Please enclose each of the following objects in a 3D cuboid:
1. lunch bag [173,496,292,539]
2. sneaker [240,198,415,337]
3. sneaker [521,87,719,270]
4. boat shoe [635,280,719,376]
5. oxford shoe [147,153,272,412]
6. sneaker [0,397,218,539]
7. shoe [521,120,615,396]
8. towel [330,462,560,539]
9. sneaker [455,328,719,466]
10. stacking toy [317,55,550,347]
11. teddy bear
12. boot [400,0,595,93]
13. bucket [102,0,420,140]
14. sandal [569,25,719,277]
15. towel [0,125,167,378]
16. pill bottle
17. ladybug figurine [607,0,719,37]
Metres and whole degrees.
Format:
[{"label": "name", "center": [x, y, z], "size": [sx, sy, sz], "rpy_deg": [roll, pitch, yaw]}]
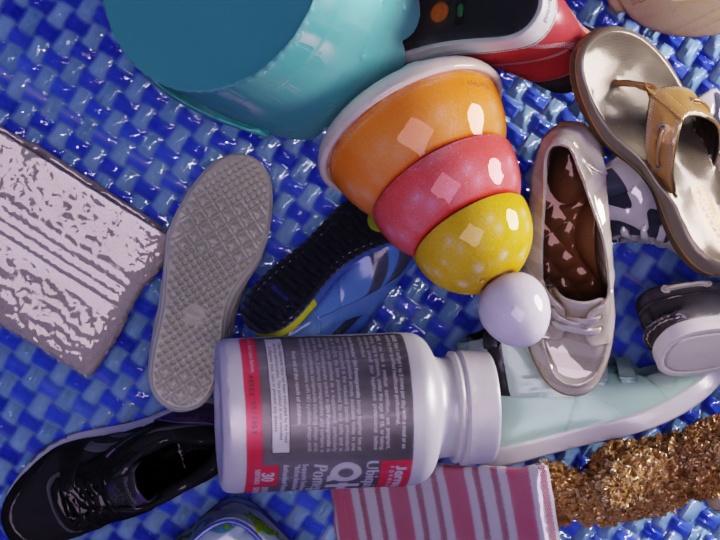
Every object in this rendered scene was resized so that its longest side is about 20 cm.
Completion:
[{"label": "lunch bag", "center": [-0.114, 0.292, 1.240], "size": [0.200, 0.082, 0.161], "rpy_deg": [-44, 95, 5]}, {"label": "sneaker", "center": [0.000, 0.000, 1.220], "size": [0.200, 0.066, 0.079], "rpy_deg": [-40, 138, -7]}, {"label": "sneaker", "center": [0.222, -0.029, 1.200], "size": [0.199, 0.079, 0.130], "rpy_deg": [-36, 88, -6]}, {"label": "boat shoe", "center": [0.301, 0.037, 1.211], "size": [0.198, 0.061, 0.074], "rpy_deg": [-5, 139, -18]}, {"label": "oxford shoe", "center": [-0.118, 0.008, 1.217], "size": [0.075, 0.058, 0.201], "rpy_deg": [15, 83, -5]}, {"label": "sneaker", "center": [-0.188, 0.157, 1.217], "size": [0.199, 0.088, 0.076], "rpy_deg": [-26, 98, 3]}, {"label": "shoe", "center": [0.146, -0.004, 1.144], "size": [0.069, 0.053, 0.202], "rpy_deg": [-2, 102, 9]}, {"label": "towel", "center": [0.067, 0.214, 1.209], "size": [0.199, 0.030, 0.148], "rpy_deg": [-4, 99, 35]}, {"label": "sneaker", "center": [0.171, 0.067, 1.218], "size": [0.199, 0.074, 0.119], "rpy_deg": [-16, 95, 0]}, {"label": "stacking toy", "center": [0.070, -0.034, 1.109], "size": [0.145, 0.146, 0.201], "rpy_deg": [-28, 67, 3]}, {"label": "teddy bear", "center": [0.208, 0.164, 1.198], "size": [0.198, 0.145, 0.067], "rpy_deg": [-11, 66, 1]}, {"label": "boot", "center": [0.081, -0.168, 1.186], "size": [0.199, 0.144, 0.073], "rpy_deg": [6, 81, 35]}, {"label": "bucket", "center": [-0.072, -0.200, 1.108], "size": [0.206, 0.135, 0.209], "rpy_deg": [-2, 85, 26]}, {"label": "sandal", "center": [0.222, -0.087, 1.124], "size": [0.080, 0.054, 0.201], "rpy_deg": [-34, 96, -24]}, {"label": "towel", "center": [-0.255, -0.022, 1.220], "size": [0.199, 0.034, 0.133], "rpy_deg": [33, 98, -6]}, {"label": "pill bottle", "center": [-0.004, 0.101, 1.151], "size": [0.198, 0.111, 0.112], "rpy_deg": [-2, 98, -8]}, {"label": "ladybug figurine", "center": [0.266, -0.248, 1.175], "size": [0.199, 0.072, 0.136], "rpy_deg": [-29, 98, 3]}]
